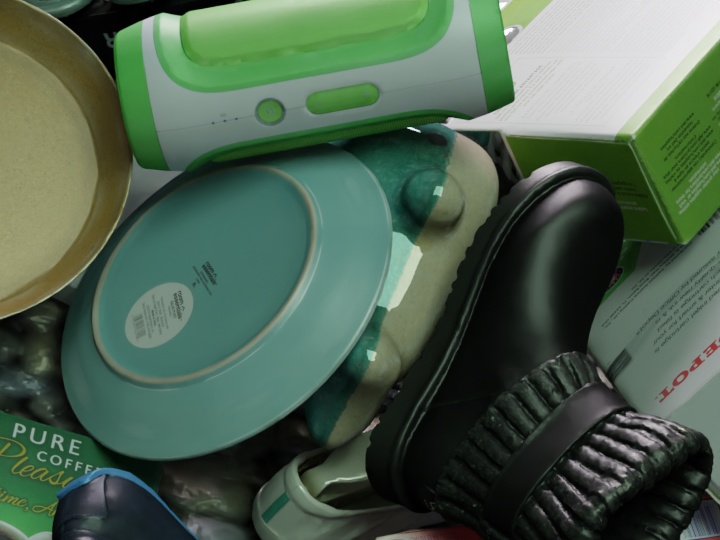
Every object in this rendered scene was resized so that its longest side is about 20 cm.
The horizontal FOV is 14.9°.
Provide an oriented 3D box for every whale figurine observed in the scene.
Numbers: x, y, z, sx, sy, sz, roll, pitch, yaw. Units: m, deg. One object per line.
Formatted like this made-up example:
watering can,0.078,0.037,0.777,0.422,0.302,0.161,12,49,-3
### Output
whale figurine,0.000,0.000,1.453,0.104,0.159,0.200,27,44,-3

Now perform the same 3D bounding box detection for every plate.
plate,-0.076,0.007,1.417,0.200,0.026,0.201,-18,48,21

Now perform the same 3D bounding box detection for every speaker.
speaker,-0.024,-0.106,1.430,0.199,0.089,0.089,-10,57,3

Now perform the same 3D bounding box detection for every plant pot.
plant pot,-0.218,-0.056,1.428,0.199,0.028,0.201,3,65,-7

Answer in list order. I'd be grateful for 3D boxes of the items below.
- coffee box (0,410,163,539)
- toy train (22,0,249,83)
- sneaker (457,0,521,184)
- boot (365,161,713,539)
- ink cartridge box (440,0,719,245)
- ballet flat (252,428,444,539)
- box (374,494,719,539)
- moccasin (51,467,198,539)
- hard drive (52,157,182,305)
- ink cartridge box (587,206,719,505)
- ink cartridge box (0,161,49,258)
coffee box,-0.175,0.168,1.368,0.123,0.044,0.201,15,53,-10
toy train,-0.105,-0.154,1.528,0.199,0.085,0.114,-7,34,17
sneaker,0.091,-0.083,1.622,0.088,0.075,0.200,2,46,-17
boot,0.113,0.054,1.363,0.158,0.079,0.212,18,75,43
ink cartridge box,0.133,-0.093,1.549,0.148,0.200,0.076,-46,121,-29
ballet flat,0.035,0.101,1.475,0.200,0.070,0.070,-19,64,-29
box,0.098,0.190,1.416,0.199,0.095,0.103,-6,59,-22
moccasin,-0.082,0.185,1.341,0.200,0.080,0.068,41,27,-18
hard drive,-0.112,-0.022,1.533,0.199,0.027,0.132,26,52,0
ink cartridge box,0.204,0.029,1.472,0.084,0.146,0.200,44,7,-21
ink cartridge box,-0.271,0.003,1.437,0.200,0.050,0.109,-40,76,-20
